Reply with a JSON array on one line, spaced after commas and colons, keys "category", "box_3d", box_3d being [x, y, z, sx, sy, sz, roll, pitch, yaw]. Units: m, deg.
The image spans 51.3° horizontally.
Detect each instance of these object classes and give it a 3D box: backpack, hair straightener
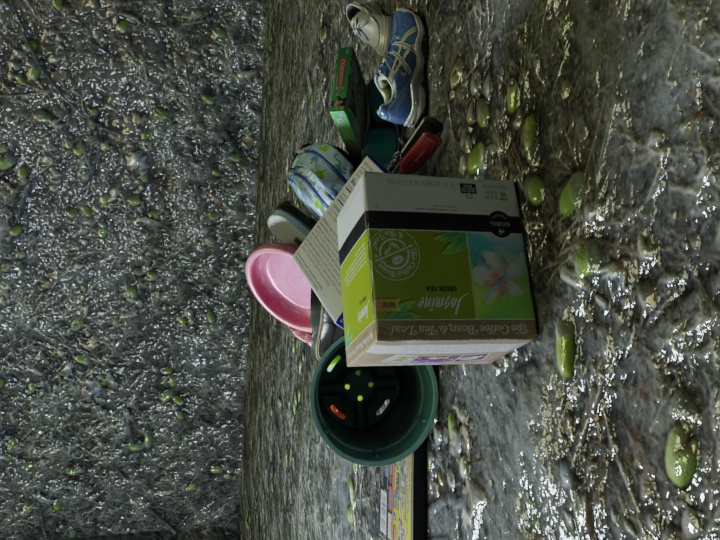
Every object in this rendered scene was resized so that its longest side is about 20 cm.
[{"category": "backpack", "box_3d": [-0.055, -0.154, 1.353, 0.164, 0.154, 0.199, 52, 158, -15]}, {"category": "hair straightener", "box_3d": [0.073, -0.174, 1.195, 0.201, 0.040, 0.078, 124, 158, -50]}]

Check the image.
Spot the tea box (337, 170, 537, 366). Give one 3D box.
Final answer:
[{"category": "tea box", "box_3d": [0.084, 0.004, 0.894, 0.134, 0.195, 0.202, 131, 136, -66]}]

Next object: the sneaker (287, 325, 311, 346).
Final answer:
[{"category": "sneaker", "box_3d": [-0.090, 0.108, 1.606, 0.202, 0.077, 0.116, 57, -159, -8]}]

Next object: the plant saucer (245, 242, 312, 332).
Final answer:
[{"category": "plant saucer", "box_3d": [-0.117, 0.025, 1.382, 0.051, 0.198, 0.202, -55, -9, -39]}]

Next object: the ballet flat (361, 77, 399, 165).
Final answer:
[{"category": "ballet flat", "box_3d": [0.038, -0.249, 1.357, 0.069, 0.068, 0.205, 132, 141, -67]}]

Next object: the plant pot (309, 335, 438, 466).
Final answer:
[{"category": "plant pot", "box_3d": [0.009, 0.193, 1.211, 0.196, 0.195, 0.206, 160, 111, -82]}]

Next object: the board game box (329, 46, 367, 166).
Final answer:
[{"category": "board game box", "box_3d": [-0.008, -0.279, 1.350, 0.201, 0.028, 0.138, 61, -148, -60]}]

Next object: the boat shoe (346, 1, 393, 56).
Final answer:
[{"category": "boat shoe", "box_3d": [0.015, -0.465, 1.421, 0.202, 0.067, 0.073, -106, 23, -47]}]

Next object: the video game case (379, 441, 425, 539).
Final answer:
[{"category": "video game case", "box_3d": [0.069, 0.365, 1.255, 0.180, 0.025, 0.206, 170, 102, -75]}]

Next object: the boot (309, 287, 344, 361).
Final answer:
[{"category": "boot", "box_3d": [-0.019, 0.097, 1.303, 0.202, 0.134, 0.079, 93, 178, -57]}]

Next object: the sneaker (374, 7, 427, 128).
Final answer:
[{"category": "sneaker", "box_3d": [0.064, -0.334, 1.217, 0.076, 0.075, 0.205, 135, 135, -71]}]

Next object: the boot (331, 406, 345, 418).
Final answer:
[{"category": "boot", "box_3d": [-0.026, 0.271, 1.533, 0.200, 0.073, 0.110, -145, 62, -73]}]

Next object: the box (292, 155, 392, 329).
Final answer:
[{"category": "box", "box_3d": [0.019, -0.031, 1.103, 0.201, 0.104, 0.184, -52, 39, 11]}]

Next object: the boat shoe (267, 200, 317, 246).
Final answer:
[{"category": "boat shoe", "box_3d": [-0.076, -0.052, 1.368, 0.071, 0.199, 0.064, -41, 11, 47]}]

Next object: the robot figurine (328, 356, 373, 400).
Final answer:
[{"category": "robot figurine", "box_3d": [-0.022, 0.161, 1.430, 0.177, 0.113, 0.204, 116, 151, -54]}]
